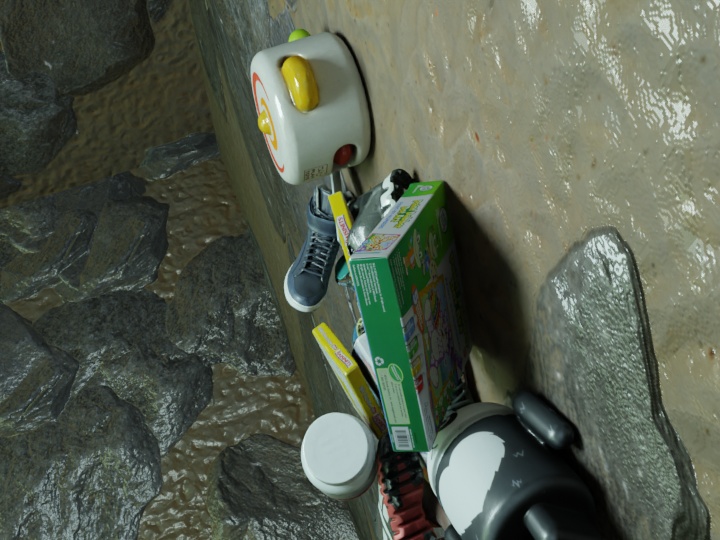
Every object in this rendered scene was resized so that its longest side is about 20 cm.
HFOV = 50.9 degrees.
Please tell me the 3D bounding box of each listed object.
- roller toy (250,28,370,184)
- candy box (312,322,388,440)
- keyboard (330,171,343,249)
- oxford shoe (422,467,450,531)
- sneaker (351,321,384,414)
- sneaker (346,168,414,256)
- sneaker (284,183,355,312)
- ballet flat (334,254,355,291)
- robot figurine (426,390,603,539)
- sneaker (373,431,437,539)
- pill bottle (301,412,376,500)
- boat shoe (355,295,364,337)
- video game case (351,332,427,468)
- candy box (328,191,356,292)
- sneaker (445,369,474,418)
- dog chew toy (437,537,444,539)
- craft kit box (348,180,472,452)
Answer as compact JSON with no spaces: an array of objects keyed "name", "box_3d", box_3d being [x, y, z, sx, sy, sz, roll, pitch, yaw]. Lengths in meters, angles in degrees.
[{"name":"roller toy","box_3d":[-0.075,-0.218,1.040,0.200,0.136,0.187,-128,23,-57]},{"name":"candy box","box_3d":[-0.008,0.172,1.118,0.102,0.026,0.202,44,164,43]},{"name":"keyboard","box_3d":[-0.036,-0.129,1.158,0.056,0.010,0.205,66,-164,-68]},{"name":"oxford shoe","box_3d":[0.115,0.352,1.096,0.071,0.073,0.200,39,-179,-13]},{"name":"sneaker","box_3d":[0.034,0.182,1.275,0.082,0.071,0.204,98,153,-68]},{"name":"sneaker","box_3d":[0.026,-0.012,0.877,0.066,0.089,0.206,23,-122,-46]},{"name":"sneaker","box_3d":[-0.065,-0.046,1.212,0.205,0.075,0.148,-75,3,-46]},{"name":"ballet flat","box_3d":[0.006,0.013,1.199,0.200,0.072,0.076,-143,36,-76]},{"name":"robot figurine","box_3d":[0.138,0.211,0.712,0.127,0.148,0.200,63,173,-29]},{"name":"sneaker","box_3d":[0.052,0.328,1.060,0.097,0.069,0.206,-25,77,62]},{"name":"pill bottle","box_3d":[-0.029,0.268,1.091,0.201,0.107,0.112,82,166,-69]},{"name":"boat shoe","box_3d":[0.027,0.097,1.214,0.203,0.059,0.074,-122,19,-50]},{"name":"video game case","box_3d":[0.050,0.187,1.057,0.202,0.023,0.182,57,171,9]},{"name":"candy box","box_3d":[0.000,0.000,1.039,0.103,0.026,0.204,61,-170,-57]},{"name":"sneaker","box_3d":[0.095,0.124,0.918,0.203,0.079,0.087,62,155,21]},{"name":"dog chew toy","box_3d":[0.137,0.469,1.126,0.201,0.122,0.127,79,168,-64]},{"name":"craft kit box","box_3d":[0.060,0.039,0.765,0.198,0.047,0.205,-55,-44,-59]}]
